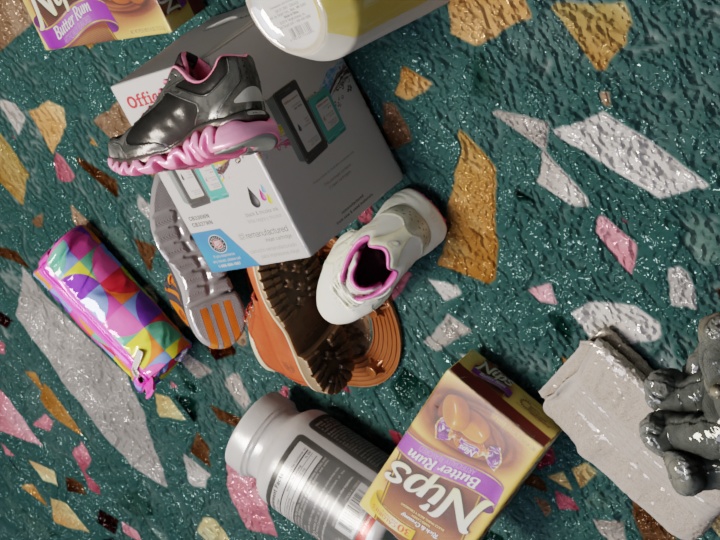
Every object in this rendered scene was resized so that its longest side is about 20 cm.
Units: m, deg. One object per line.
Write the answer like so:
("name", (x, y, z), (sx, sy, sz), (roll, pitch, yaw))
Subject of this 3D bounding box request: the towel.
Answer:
("towel", (0.255, 0.149, 1.684), (0.200, 0.034, 0.133), (42, 144, 8))

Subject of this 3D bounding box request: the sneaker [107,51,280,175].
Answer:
("sneaker", (-0.146, -0.133, 1.575), (0.199, 0.079, 0.096), (-11, 92, 45))

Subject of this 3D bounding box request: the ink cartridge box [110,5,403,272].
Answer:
("ink cartridge box", (-0.092, -0.125, 1.691), (0.146, 0.146, 0.201), (-9, 115, 48))

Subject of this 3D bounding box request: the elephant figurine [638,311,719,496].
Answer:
("elephant figurine", (0.317, 0.106, 1.491), (0.142, 0.155, 0.200), (66, 154, 12))

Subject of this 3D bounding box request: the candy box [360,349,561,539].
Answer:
("candy box", (0.095, 0.189, 1.807), (0.117, 0.056, 0.200), (39, 126, 12))

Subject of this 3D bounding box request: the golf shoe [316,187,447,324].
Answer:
("golf shoe", (0.000, 0.000, 1.750), (0.075, 0.092, 0.200), (43, 139, 2))

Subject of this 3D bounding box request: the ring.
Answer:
("ring", (-0.042, 0.038, 1.896), (0.200, 0.019, 0.201), (26, 138, 26))

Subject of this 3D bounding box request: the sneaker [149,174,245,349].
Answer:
("sneaker", (-0.181, -0.015, 1.939), (0.112, 0.077, 0.201), (-176, 73, -72))

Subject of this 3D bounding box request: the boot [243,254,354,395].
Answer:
("boot", (-0.086, 0.031, 1.863), (0.107, 0.075, 0.201), (14, 133, 44))

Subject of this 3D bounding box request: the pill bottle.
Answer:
("pill bottle", (-0.036, 0.218, 1.972), (0.200, 0.116, 0.116), (33, 141, 20))

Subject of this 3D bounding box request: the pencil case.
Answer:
("pencil case", (-0.274, 0.044, 2.083), (0.200, 0.088, 0.088), (47, 144, 2))

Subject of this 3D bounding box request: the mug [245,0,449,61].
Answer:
("mug", (-0.012, -0.256, 1.487), (0.149, 0.153, 0.187), (32, 140, 22))

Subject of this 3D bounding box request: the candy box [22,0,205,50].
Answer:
("candy box", (-0.249, -0.280, 1.786), (0.199, 0.056, 0.117), (0, 123, 44))
